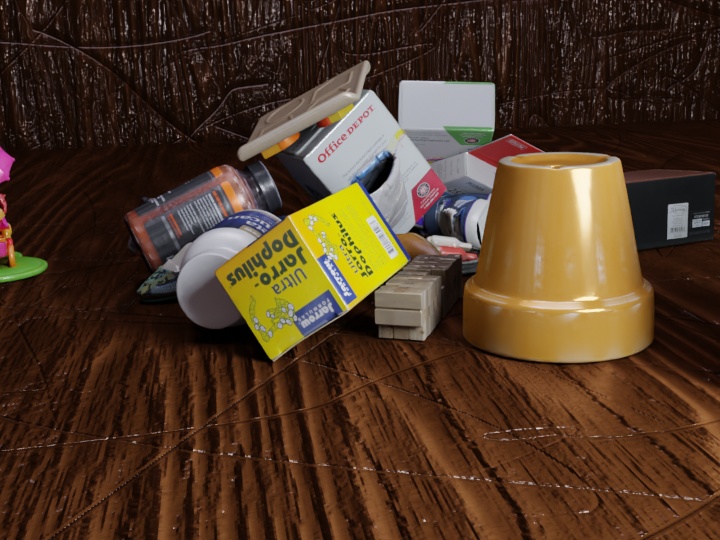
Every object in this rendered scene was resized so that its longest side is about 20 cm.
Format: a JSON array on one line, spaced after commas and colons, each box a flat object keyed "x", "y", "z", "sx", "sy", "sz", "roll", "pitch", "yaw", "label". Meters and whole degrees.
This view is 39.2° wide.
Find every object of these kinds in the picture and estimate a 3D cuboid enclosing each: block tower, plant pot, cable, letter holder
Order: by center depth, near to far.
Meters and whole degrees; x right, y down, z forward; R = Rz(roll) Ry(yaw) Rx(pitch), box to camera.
[{"x": 0.204, "y": -0.023, "z": 1.044, "sx": 0.197, "sy": 0.186, "sz": 0.200, "roll": -2, "pitch": 13, "yaw": 0, "label": "plant pot"}, {"x": 0.068, "y": 0.027, "z": 1.140, "sx": 0.057, "sy": 0.055, "sz": 0.200, "roll": 3, "pitch": 13, "yaw": 19, "label": "block tower"}, {"x": 0.171, "y": -0.024, "z": 1.350, "sx": 0.197, "sy": 0.051, "sz": 0.097, "roll": -4, "pitch": 14, "yaw": -4, "label": "cable"}, {"x": 0.409, "y": -0.094, "z": 1.520, "sx": 0.197, "sy": 0.102, "sz": 0.142, "roll": -8, "pitch": 12, "yaw": -25, "label": "letter holder"}]

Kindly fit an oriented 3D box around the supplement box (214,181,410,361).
[{"x": -0.044, "y": -0.005, "z": 1.066, "sx": 0.108, "sy": 0.110, "sz": 0.200, "roll": -34, "pitch": 1, "yaw": 25, "label": "supplement box"}]

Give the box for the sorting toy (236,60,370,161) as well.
[{"x": -0.071, "y": -0.217, "z": 1.397, "sx": 0.183, "sy": 0.037, "sz": 0.200, "roll": -25, "pitch": 18, "yaw": 17, "label": "sorting toy"}]

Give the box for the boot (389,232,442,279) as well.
[{"x": 0.000, "y": -0.001, "z": 1.278, "sx": 0.143, "sy": 0.072, "sz": 0.200, "roll": -27, "pitch": 34, "yaw": -34, "label": "boot"}]

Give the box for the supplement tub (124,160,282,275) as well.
[{"x": -0.206, "y": -0.071, "z": 1.347, "sx": 0.198, "sy": 0.108, "sz": 0.107, "roll": -28, "pitch": 19, "yaw": -11, "label": "supplement tub"}]

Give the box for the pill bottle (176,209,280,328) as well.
[{"x": -0.142, "y": 0.000, "z": 1.155, "sx": 0.109, "sy": 0.113, "sz": 0.200, "roll": 0, "pitch": 13, "yaw": 7, "label": "pill bottle"}]

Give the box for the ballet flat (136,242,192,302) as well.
[{"x": -0.193, "y": -0.008, "z": 1.295, "sx": 0.198, "sy": 0.075, "sz": 0.074, "roll": -10, "pitch": 15, "yaw": -31, "label": "ballet flat"}]

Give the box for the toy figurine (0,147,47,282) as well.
[{"x": -0.533, "y": -0.092, "z": 1.443, "sx": 0.148, "sy": 0.187, "sz": 0.200, "roll": -6, "pitch": 13, "yaw": -18, "label": "toy figurine"}]

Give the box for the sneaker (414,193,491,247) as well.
[{"x": 0.133, "y": -0.066, "z": 1.504, "sx": 0.144, "sy": 0.082, "sz": 0.200, "roll": -6, "pitch": 14, "yaw": 20, "label": "sneaker"}]

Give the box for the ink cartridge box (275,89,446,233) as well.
[{"x": -0.004, "y": -0.151, "z": 1.495, "sx": 0.145, "sy": 0.200, "sz": 0.144, "roll": -45, "pitch": 27, "yaw": -10, "label": "ink cartridge box"}]

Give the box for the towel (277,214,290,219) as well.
[{"x": -0.126, "y": -0.042, "z": 1.475, "sx": 0.110, "sy": 0.049, "sz": 0.199, "roll": 7, "pitch": 15, "yaw": 34, "label": "towel"}]

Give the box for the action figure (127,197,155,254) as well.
[{"x": -0.265, "y": -0.077, "z": 1.496, "sx": 0.192, "sy": 0.106, "sz": 0.199, "roll": -13, "pitch": -2, "yaw": 36, "label": "action figure"}]

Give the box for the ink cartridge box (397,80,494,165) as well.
[{"x": 0.129, "y": -0.210, "z": 1.573, "sx": 0.143, "sy": 0.085, "sz": 0.200, "roll": 2, "pitch": -19, "yaw": 2, "label": "ink cartridge box"}]

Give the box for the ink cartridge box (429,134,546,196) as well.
[{"x": 0.224, "y": -0.137, "z": 1.576, "sx": 0.199, "sy": 0.045, "sz": 0.175, "roll": 18, "pitch": -23, "yaw": -41, "label": "ink cartridge box"}]

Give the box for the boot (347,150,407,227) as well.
[{"x": -0.010, "y": -0.057, "z": 1.222, "sx": 0.073, "sy": 0.096, "sz": 0.201, "roll": 20, "pitch": 58, "yaw": 23, "label": "boot"}]
